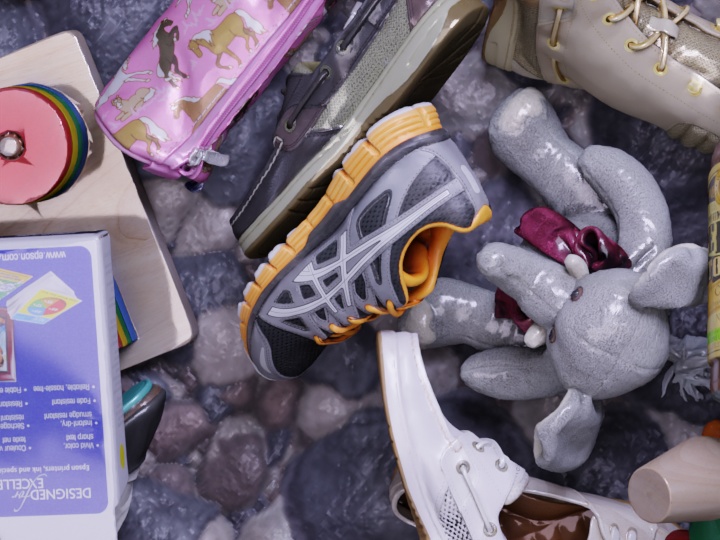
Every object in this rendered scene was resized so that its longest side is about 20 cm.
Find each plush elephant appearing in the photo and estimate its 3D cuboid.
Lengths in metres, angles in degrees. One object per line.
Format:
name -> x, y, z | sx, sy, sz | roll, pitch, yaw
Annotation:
plush elephant -> 0.120, 0.018, 1.561 | 0.200, 0.155, 0.165 | 33, 100, 5

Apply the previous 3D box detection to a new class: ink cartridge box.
ink cartridge box -> -0.233, 0.082, 1.612 | 0.197, 0.047, 0.201 | -2, 96, 8

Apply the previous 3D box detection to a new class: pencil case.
pencil case -> -0.066, -0.142, 1.614 | 0.086, 0.083, 0.200 | 40, 99, 7

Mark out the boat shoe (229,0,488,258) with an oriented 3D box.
boat shoe -> -0.011, -0.092, 1.556 | 0.066, 0.072, 0.201 | 49, 116, 15

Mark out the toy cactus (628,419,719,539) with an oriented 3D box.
toy cactus -> 0.207, 0.099, 1.540 | 0.102, 0.165, 0.200 | 50, 129, 28

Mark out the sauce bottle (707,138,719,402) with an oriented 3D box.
sauce bottle -> 0.213, -0.029, 1.478 | 0.064, 0.065, 0.201 | -2, 76, 9

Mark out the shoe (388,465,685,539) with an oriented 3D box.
shoe -> 0.109, 0.157, 1.628 | 0.199, 0.053, 0.070 | 18, 98, 7

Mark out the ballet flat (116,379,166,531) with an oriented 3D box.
ballet flat -> -0.183, 0.138, 1.672 | 0.200, 0.068, 0.069 | -31, 100, 17

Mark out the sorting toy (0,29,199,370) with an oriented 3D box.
sorting toy -> -0.227, -0.014, 1.659 | 0.199, 0.070, 0.200 | -21, 91, 11

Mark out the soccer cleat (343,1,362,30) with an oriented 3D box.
soccer cleat -> 0.012, -0.089, 1.619 | 0.085, 0.069, 0.201 | 27, 102, -3

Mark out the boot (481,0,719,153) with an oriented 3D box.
boot -> 0.153, -0.139, 1.530 | 0.155, 0.200, 0.073 | 26, 66, 5

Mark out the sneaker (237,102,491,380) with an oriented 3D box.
sneaker -> 0.000, 0.000, 1.557 | 0.077, 0.078, 0.200 | 47, 129, 15

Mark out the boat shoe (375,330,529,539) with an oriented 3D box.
boat shoe -> 0.061, 0.122, 1.576 | 0.069, 0.071, 0.201 | -17, 96, 4
